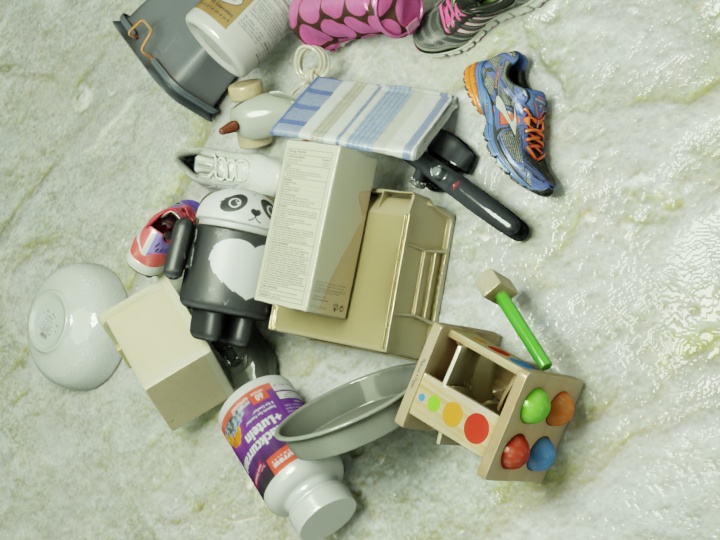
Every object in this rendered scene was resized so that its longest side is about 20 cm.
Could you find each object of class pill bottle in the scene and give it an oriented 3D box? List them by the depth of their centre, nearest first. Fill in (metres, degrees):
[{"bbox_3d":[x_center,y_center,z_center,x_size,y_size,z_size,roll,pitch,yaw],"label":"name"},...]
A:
[{"bbox_3d":[-0.090,0.240,1.599,0.112,0.111,0.200,-51,55,20],"label":"pill bottle"},{"bbox_3d":[-0.132,-0.370,1.709,0.200,0.114,0.114,-47,52,-8],"label":"pill bottle"}]

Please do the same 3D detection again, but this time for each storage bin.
[{"bbox_3d":[0.000,0.000,1.581,0.199,0.093,0.200,8,87,40],"label":"storage bin"},{"bbox_3d":[-0.252,-0.342,1.832,0.134,0.145,0.200,-46,56,11],"label":"storage bin"}]

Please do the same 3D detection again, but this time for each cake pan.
[{"bbox_3d":[-0.006,0.170,1.504,0.199,0.200,0.037,-18,100,36],"label":"cake pan"}]

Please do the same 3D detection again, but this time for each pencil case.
[{"bbox_3d":[-0.003,-0.330,1.619,0.199,0.091,0.094,8,132,55],"label":"pencil case"}]

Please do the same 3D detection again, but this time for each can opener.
[{"bbox_3d":[0.124,-0.099,1.515,0.200,0.063,0.079,46,110,36],"label":"can opener"}]

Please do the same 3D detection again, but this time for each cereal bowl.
[{"bbox_3d":[-0.450,0.082,1.944,0.199,0.083,0.202,-8,77,37],"label":"cereal bowl"}]

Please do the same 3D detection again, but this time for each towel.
[{"bbox_3d":[0.006,-0.189,1.562,0.199,0.147,0.024,11,130,21],"label":"towel"}]

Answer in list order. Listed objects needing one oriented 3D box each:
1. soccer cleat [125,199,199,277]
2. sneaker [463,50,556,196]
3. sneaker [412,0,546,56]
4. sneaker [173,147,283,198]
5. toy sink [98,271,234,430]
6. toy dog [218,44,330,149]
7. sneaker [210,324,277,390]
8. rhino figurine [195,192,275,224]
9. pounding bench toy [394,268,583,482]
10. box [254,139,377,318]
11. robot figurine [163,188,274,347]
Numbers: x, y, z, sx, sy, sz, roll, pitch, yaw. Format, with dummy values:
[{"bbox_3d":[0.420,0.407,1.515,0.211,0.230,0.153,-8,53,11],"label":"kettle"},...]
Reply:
[{"bbox_3d":[-0.258,-0.061,1.753,0.068,0.200,0.073,33,120,2],"label":"soccer cleat"},{"bbox_3d":[0.185,-0.176,1.475,0.078,0.075,0.201,-32,65,27],"label":"sneaker"},{"bbox_3d":[0.133,-0.328,1.533,0.199,0.087,0.074,-22,69,35],"label":"sneaker"},{"bbox_3d":[-0.182,-0.134,1.760,0.199,0.087,0.075,8,86,39],"label":"sneaker"},{"bbox_3d":[-0.279,0.098,1.743,0.112,0.131,0.200,-30,58,-9],"label":"toy sink"},{"bbox_3d":[-0.113,-0.207,1.696,0.199,0.096,0.132,-20,105,40],"label":"toy dog"},{"bbox_3d":[-0.176,0.089,1.711,0.076,0.090,0.201,-33,64,35],"label":"sneaker"},{"bbox_3d":[-0.142,-0.061,1.718,0.199,0.060,0.088,5,104,26],"label":"rhino figurine"},{"bbox_3d":[0.164,0.116,1.403,0.156,0.124,0.201,27,99,39],"label":"pounding bench toy"},{"bbox_3d":[-0.054,-0.050,1.523,0.095,0.078,0.202,12,89,40],"label":"box"},{"bbox_3d":[-0.164,-0.005,1.622,0.124,0.150,0.202,9,86,24],"label":"robot figurine"}]
